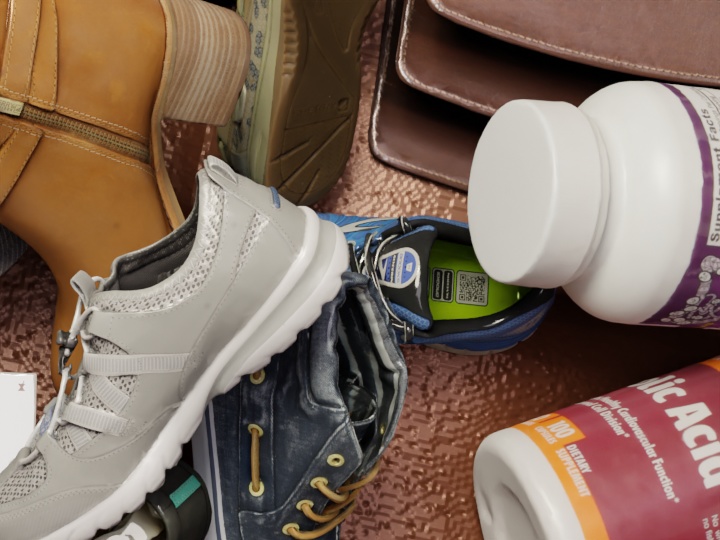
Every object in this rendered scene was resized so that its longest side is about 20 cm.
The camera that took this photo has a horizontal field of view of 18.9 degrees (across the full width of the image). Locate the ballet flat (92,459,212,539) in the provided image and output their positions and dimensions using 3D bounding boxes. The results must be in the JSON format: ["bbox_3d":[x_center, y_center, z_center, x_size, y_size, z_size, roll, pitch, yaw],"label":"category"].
[{"bbox_3d":[-0.147,0.155,0.942,0.068,0.068,0.200,43,96,-2],"label":"ballet flat"}]

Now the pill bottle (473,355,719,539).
[{"bbox_3d":[0.165,0.103,1.033,0.199,0.114,0.115,-18,84,-15],"label":"pill bottle"}]

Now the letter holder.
[{"bbox_3d":[0.115,-0.105,1.069,0.199,0.101,0.143,11,79,-11],"label":"letter holder"}]

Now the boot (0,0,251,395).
[{"bbox_3d":[-0.137,-0.032,0.908,0.155,0.077,0.201,5,115,-43],"label":"boot"}]

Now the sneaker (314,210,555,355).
[{"bbox_3d":[0.000,0.000,1.028,0.199,0.089,0.079,-1,80,-11],"label":"sneaker"}]

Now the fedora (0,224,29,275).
[{"bbox_3d":[-0.238,-0.066,0.984,0.199,0.090,0.178,15,78,-17],"label":"fedora"}]

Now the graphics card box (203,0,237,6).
[{"bbox_3d":[-0.132,-0.220,1.059,0.125,0.051,0.201,-11,83,-15],"label":"graphics card box"}]

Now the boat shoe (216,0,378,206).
[{"bbox_3d":[-0.031,-0.130,1.008,0.073,0.063,0.201,-7,119,-43],"label":"boat shoe"}]

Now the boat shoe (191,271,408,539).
[{"bbox_3d":[-0.024,0.093,0.969,0.071,0.091,0.201,-30,117,-48],"label":"boat shoe"}]

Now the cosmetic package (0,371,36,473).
[{"bbox_3d":[-0.247,0.070,0.962,0.199,0.083,0.051,3,79,-12],"label":"cosmetic package"}]

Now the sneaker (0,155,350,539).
[{"bbox_3d":[-0.099,0.034,0.902,0.082,0.075,0.200,41,97,-22],"label":"sneaker"}]

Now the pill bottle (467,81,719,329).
[{"bbox_3d":[0.155,-0.028,1.001,0.199,0.112,0.113,4,79,-24],"label":"pill bottle"}]
